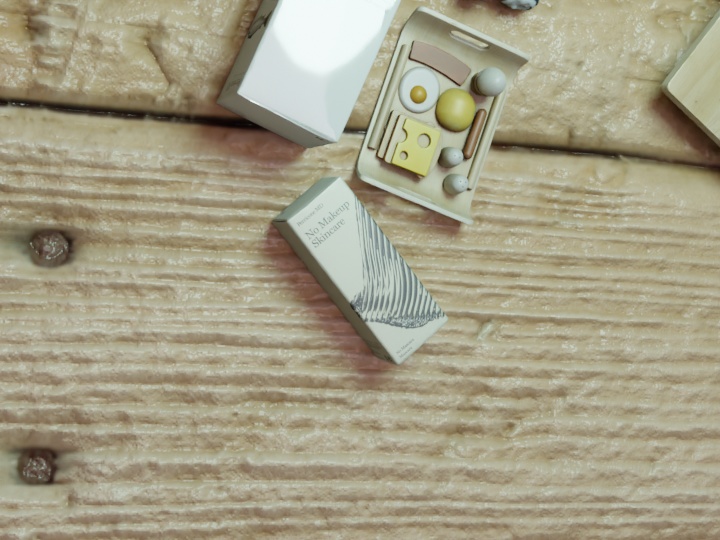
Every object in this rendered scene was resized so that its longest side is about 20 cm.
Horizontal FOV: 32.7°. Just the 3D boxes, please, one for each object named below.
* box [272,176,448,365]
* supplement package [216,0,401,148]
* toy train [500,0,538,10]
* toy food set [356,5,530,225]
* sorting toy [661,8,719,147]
[{"bbox_3d":[0.000,0.000,1.317,0.082,0.068,0.200,-42,104,-11],"label":"box"},{"bbox_3d":[-0.048,-0.241,1.265,0.117,0.117,0.201,25,85,-17],"label":"supplement package"},{"bbox_3d":[0.175,-0.387,1.350,0.113,0.085,0.201,14,89,-27],"label":"toy train"},{"bbox_3d":[0.092,-0.167,1.342,0.143,0.060,0.201,20,86,-18],"label":"toy food set"},{"bbox_3d":[0.472,-0.229,1.449,0.199,0.070,0.200,39,88,-16],"label":"sorting toy"}]
